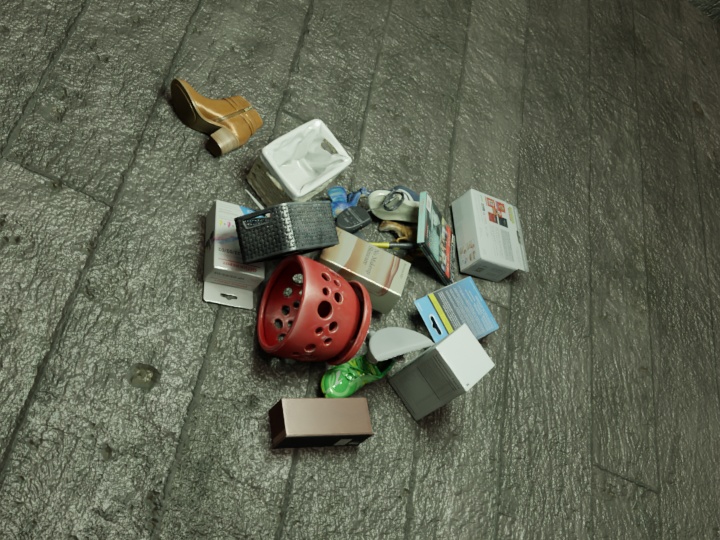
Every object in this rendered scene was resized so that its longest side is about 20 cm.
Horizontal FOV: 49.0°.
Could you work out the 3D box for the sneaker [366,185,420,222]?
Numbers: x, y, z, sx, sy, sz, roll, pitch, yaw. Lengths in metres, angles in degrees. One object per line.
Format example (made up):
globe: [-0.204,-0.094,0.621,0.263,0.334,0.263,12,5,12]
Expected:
sneaker: [0.079,-0.173,1.925,0.198,0.075,0.085,13,40,-46]

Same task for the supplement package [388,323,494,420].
supplement package: [0.170,0.219,1.686,0.109,0.200,0.115,-32,83,-39]

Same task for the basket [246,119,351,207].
basket: [-0.141,-0.228,1.786,0.136,0.123,0.199,51,51,2]

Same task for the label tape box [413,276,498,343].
label tape box: [0.214,0.115,1.862,0.198,0.066,0.145,-21,77,-36]

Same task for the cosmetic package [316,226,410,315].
cosmetic package: [0.000,0.000,1.753,0.197,0.088,0.105,25,51,-7]

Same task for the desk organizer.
desk organizer: [-0.078,0.301,1.569,0.196,0.072,0.078,5,59,-30]

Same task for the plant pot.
plant pot: [-0.090,0.092,1.599,0.180,0.200,0.204,22,54,-29]

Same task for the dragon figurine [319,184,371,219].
dragon figurine: [-0.059,-0.154,1.839,0.197,0.059,0.101,0,65,-33]

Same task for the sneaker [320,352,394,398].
sneaker: [-0.004,0.211,1.656,0.198,0.084,0.075,-26,79,-39]

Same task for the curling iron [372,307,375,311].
curling iron: [0.020,0.075,1.786,0.199,0.026,0.050,-31,71,-38]

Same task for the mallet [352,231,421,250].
mallet: [0.059,-0.062,1.823,0.195,0.066,0.042,-2,61,-11]

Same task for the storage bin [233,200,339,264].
storage bin: [-0.146,-0.078,1.603,0.199,0.133,0.096,-10,87,-61]

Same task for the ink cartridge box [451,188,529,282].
ink cartridge box: [0.332,-0.083,2.029,0.173,0.084,0.204,15,58,-32]

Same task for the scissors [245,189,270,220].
scissors: [-0.187,-0.101,1.690,0.200,0.014,0.075,41,40,-54]

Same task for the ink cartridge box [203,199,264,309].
ink cartridge box: [-0.260,-0.032,1.637,0.113,0.068,0.204,12,59,-27]

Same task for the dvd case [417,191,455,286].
dvd case: [0.185,-0.073,1.904,0.200,0.022,0.149,51,37,-49]

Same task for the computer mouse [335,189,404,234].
computer mouse: [0.023,-0.132,1.807,0.198,0.034,0.059,-27,59,-26]

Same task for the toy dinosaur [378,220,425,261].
toy dinosaur: [0.141,-0.075,1.922,0.197,0.060,0.108,18,55,-24]

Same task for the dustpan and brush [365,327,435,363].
dustpan and brush: [0.056,0.153,1.669,0.137,0.058,0.200,-13,27,-21]

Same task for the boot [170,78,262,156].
boot: [-0.323,-0.366,1.783,0.202,0.073,0.155,55,50,-11]
